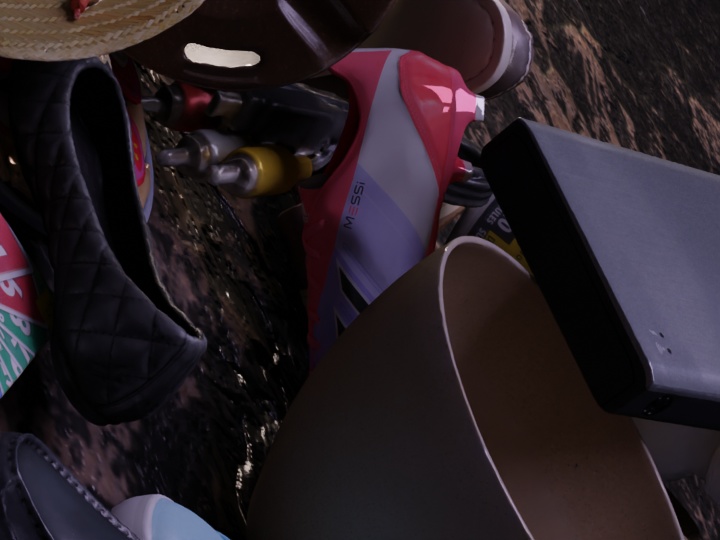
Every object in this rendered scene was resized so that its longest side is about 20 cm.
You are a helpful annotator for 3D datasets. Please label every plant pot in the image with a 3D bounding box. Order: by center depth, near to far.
[{"bbox_3d":[0.033,0.105,1.125,0.200,0.134,0.201,49,23,-29],"label":"plant pot"},{"bbox_3d":[-0.048,-0.177,1.185,0.201,0.200,0.198,56,14,-15],"label":"plant pot"}]

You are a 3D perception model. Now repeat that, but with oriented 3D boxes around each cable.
[{"bbox_3d":[-0.024,-0.060,1.283,0.200,0.050,0.097,11,27,-48],"label":"cable"}]

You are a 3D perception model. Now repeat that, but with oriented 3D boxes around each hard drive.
[{"bbox_3d":[0.147,0.010,1.233,0.200,0.033,0.140,12,46,-50],"label":"hard drive"}]

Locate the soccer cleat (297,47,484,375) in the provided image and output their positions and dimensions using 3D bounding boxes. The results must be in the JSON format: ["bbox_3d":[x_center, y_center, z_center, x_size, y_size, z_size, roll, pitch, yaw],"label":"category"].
[{"bbox_3d":[0.000,0.000,1.218,0.067,0.076,0.201,-146,-112,-80],"label":"soccer cleat"}]

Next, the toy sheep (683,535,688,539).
[{"bbox_3d":[0.143,0.196,1.277,0.200,0.138,0.138,28,36,-43],"label":"toy sheep"}]

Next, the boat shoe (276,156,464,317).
[{"bbox_3d":[0.002,-0.041,1.355,0.072,0.072,0.200,57,26,-10],"label":"boat shoe"}]

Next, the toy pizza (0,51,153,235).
[{"bbox_3d":[-0.140,-0.101,1.133,0.200,0.032,0.200,50,22,-29],"label":"toy pizza"}]

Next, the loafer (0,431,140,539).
[{"bbox_3d":[-0.063,0.130,0.944,0.201,0.070,0.068,54,20,-19],"label":"loafer"}]

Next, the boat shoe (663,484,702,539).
[{"bbox_3d":[0.103,0.107,1.407,0.072,0.068,0.200,9,31,-31],"label":"boat shoe"}]

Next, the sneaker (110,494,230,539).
[{"bbox_3d":[-0.013,0.147,1.028,0.200,0.082,0.074,51,20,-26],"label":"sneaker"}]

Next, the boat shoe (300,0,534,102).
[{"bbox_3d":[0.023,-0.111,1.343,0.059,0.200,0.072,16,85,-37],"label":"boat shoe"}]

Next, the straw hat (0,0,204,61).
[{"bbox_3d":[-0.145,-0.165,1.047,0.201,0.201,0.085,58,-22,-7],"label":"straw hat"}]

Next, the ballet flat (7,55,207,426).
[{"bbox_3d":[-0.093,-0.028,1.039,0.066,0.057,0.200,39,29,-48],"label":"ballet flat"}]

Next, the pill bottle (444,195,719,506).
[{"bbox_3d":[0.141,0.034,1.369,0.200,0.112,0.112,39,9,26],"label":"pill bottle"}]

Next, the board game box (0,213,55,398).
[{"bbox_3d":[-0.161,0.015,0.929,0.096,0.030,0.200,57,22,-11],"label":"board game box"}]
